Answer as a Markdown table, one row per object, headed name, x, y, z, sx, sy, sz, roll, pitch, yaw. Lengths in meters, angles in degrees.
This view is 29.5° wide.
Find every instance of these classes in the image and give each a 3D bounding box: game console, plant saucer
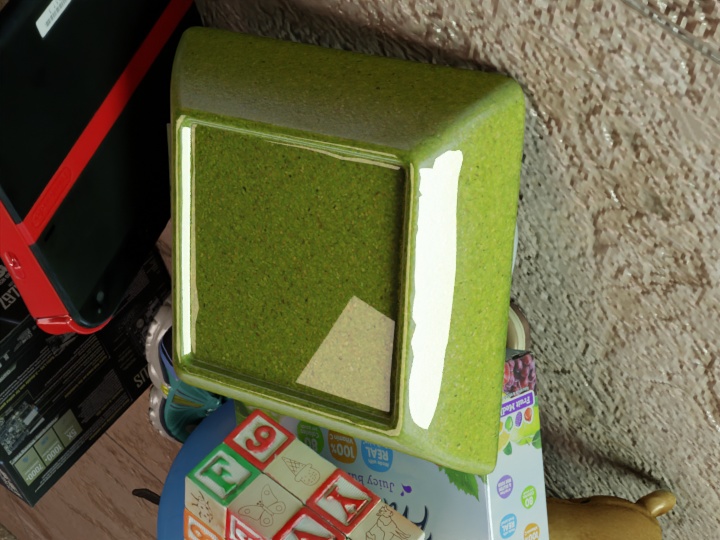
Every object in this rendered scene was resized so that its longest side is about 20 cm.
| name | x | y | z | sx | sy | sz | roll | pitch | yaw |
| --- | --- | --- | --- | --- | --- | --- | --- | --- | --- |
| game console | -0.138 | -0.085 | 0.716 | 0.031 | 0.201 | 0.178 | 6 | 140 | 24 |
| plant saucer | -0.024 | -0.006 | 0.674 | 0.198 | 0.048 | 0.202 | 14 | 112 | 29 |

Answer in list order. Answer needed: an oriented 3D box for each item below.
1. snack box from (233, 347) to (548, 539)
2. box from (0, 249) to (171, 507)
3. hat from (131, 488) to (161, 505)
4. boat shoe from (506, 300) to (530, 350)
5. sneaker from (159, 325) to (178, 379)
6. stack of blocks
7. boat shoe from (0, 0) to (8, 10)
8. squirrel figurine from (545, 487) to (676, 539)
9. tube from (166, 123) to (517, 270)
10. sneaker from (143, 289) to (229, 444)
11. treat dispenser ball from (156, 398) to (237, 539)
| name | x | y | z | sx | sy | sz | roll | pitch | yaw |
| --- | --- | --- | --- | --- | --- | --- | --- | --- | --- |
| snack box | 0.012 | 0.110 | 0.771 | 0.199 | 0.053 | 0.144 | 4 | 105 | 46 |
| box | -0.248 | 0.056 | 1.100 | 0.086 | 0.200 | 0.165 | 26 | 151 | 32 |
| hat | -0.088 | 0.181 | 1.156 | 0.198 | 0.082 | 0.201 | 15 | 168 | 3 |
| boat shoe | 0.057 | 0.079 | 0.816 | 0.072 | 0.072 | 0.201 | 45 | 136 | 23 |
| sneaker | -0.094 | 0.024 | 0.964 | 0.199 | 0.070 | 0.078 | -17 | 111 | 51 |
| stack of blocks | -0.038 | 0.185 | 0.761 | 0.115 | 0.059 | 0.201 | 33 | 142 | 21 |
| boat shoe | -0.260 | -0.189 | 0.904 | 0.200 | 0.063 | 0.073 | 44 | 157 | 5 |
| squirrel figurine | 0.139 | 0.196 | 0.825 | 0.199 | 0.142 | 0.187 | 33 | 146 | -7 |
| tube | -0.017 | -0.026 | 0.720 | 0.198 | 0.059 | 0.052 | 12 | 166 | 22 |
| sneaker | -0.130 | 0.096 | 1.135 | 0.079 | 0.078 | 0.201 | 27 | 151 | 17 |
| treat dispenser ball | -0.044 | 0.180 | 0.968 | 0.200 | 0.201 | 0.202 | 35 | 154 | 20 |
